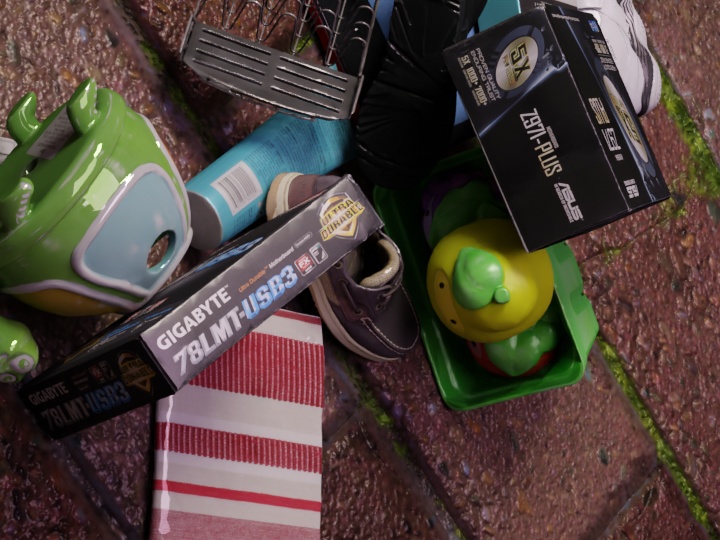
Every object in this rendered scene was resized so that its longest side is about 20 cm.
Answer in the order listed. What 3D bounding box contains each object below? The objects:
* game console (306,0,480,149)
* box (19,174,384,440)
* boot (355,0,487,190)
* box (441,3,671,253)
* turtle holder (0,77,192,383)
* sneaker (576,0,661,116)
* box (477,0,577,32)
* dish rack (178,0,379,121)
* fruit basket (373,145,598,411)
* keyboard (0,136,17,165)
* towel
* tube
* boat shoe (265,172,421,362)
[{"bbox_3d":[0.052,-0.188,1.579,0.200,0.031,0.177,-26,98,-42],"label":"game console"},{"bbox_3d":[-0.108,0.027,1.268,0.198,0.200,0.050,-40,99,-33],"label":"box"},{"bbox_3d":[0.057,-0.179,1.502,0.162,0.073,0.198,-63,165,-62],"label":"boot"},{"bbox_3d":[0.154,-0.109,1.447,0.164,0.086,0.200,68,18,3],"label":"box"},{"bbox_3d":[-0.190,-0.025,1.245,0.132,0.141,0.186,43,46,-27],"label":"turtle holder"},{"bbox_3d":[0.190,-0.209,1.672,0.115,0.075,0.200,-39,109,-42],"label":"sneaker"},{"bbox_3d":[0.132,-0.293,1.638,0.082,0.049,0.200,9,66,-43],"label":"box"},{"bbox_3d":[-0.051,-0.208,1.432,0.153,0.055,0.200,18,55,-6],"label":"dish rack"},{"bbox_3d":[0.094,0.008,1.486,0.216,0.155,0.216,28,54,-47],"label":"fruit basket"},{"bbox_3d":[-0.228,-0.061,1.323,0.200,0.011,0.056,11,73,-39],"label":"keyboard"},{"bbox_3d":[-0.090,0.121,1.394,0.144,0.023,0.200,13,70,-36],"label":"towel"},{"bbox_3d":[-0.065,-0.083,1.447,0.200,0.050,0.077,-39,125,-43],"label":"tube"},{"bbox_3d":[0.000,0.000,1.447,0.200,0.065,0.072,56,46,-36],"label":"boat shoe"}]
